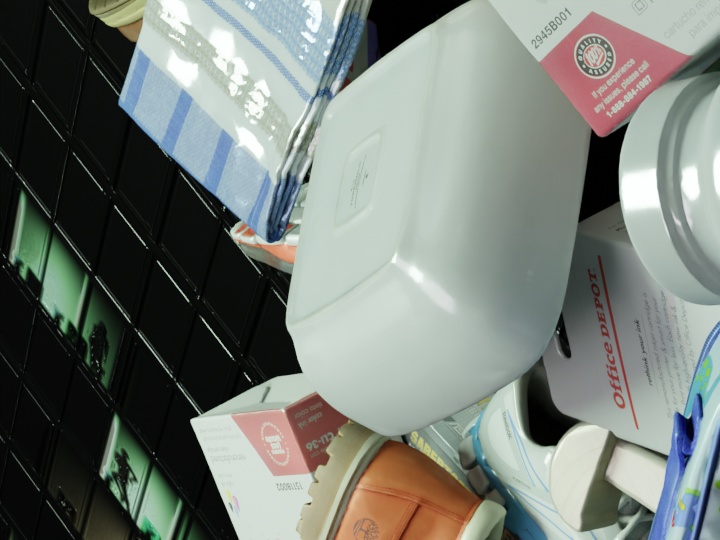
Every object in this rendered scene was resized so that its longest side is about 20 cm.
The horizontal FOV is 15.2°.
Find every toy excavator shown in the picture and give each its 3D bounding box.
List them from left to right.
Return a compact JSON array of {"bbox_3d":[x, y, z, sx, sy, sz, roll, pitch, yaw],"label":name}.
[{"bbox_3d":[0.187,0.168,1.291,0.194,0.100,0.200,-4,89,37],"label":"toy excavator"}]

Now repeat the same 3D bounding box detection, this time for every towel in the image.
[{"bbox_3d":[-0.060,-0.130,1.389,0.147,0.024,0.200,43,129,30],"label":"towel"}]

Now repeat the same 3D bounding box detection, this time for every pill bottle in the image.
[{"bbox_3d":[0.204,-0.041,1.033,0.200,0.116,0.116,-8,107,47],"label":"pill bottle"}]

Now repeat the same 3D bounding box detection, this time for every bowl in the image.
[{"bbox_3d":[0.031,-0.034,1.290,0.200,0.075,0.200,-31,44,60],"label":"bowl"}]

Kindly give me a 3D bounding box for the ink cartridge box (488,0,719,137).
[{"bbox_3d":[0.097,-0.179,1.116,0.200,0.085,0.146,53,139,6],"label":"ink cartridge box"}]

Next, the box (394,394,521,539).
[{"bbox_3d":[0.060,0.142,1.527,0.200,0.048,0.158,46,146,29],"label":"box"}]

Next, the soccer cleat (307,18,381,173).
[{"bbox_3d":[-0.034,-0.095,1.483,0.200,0.068,0.073,178,101,-70],"label":"soccer cleat"}]

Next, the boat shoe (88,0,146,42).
[{"bbox_3d":[-0.069,-0.160,1.479,0.068,0.072,0.200,39,153,-28],"label":"boat shoe"}]

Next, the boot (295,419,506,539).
[{"bbox_3d":[0.009,0.187,1.431,0.107,0.075,0.200,24,115,13],"label":"boot"}]

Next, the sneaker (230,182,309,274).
[{"bbox_3d":[0.000,0.000,1.484,0.200,0.077,0.082,11,129,56],"label":"sneaker"}]

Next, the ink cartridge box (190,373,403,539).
[{"bbox_3d":[-0.010,0.160,1.535,0.116,0.067,0.200,-12,103,59],"label":"ink cartridge box"}]

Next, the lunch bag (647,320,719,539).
[{"bbox_3d":[0.199,0.115,1.125,0.082,0.161,0.200,-90,9,-65],"label":"lunch bag"}]

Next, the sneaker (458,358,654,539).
[{"bbox_3d":[0.127,0.126,1.386,0.200,0.075,0.087,48,142,25],"label":"sneaker"}]

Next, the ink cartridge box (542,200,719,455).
[{"bbox_3d":[0.166,0.028,1.238,0.200,0.068,0.115,19,130,51],"label":"ink cartridge box"}]
